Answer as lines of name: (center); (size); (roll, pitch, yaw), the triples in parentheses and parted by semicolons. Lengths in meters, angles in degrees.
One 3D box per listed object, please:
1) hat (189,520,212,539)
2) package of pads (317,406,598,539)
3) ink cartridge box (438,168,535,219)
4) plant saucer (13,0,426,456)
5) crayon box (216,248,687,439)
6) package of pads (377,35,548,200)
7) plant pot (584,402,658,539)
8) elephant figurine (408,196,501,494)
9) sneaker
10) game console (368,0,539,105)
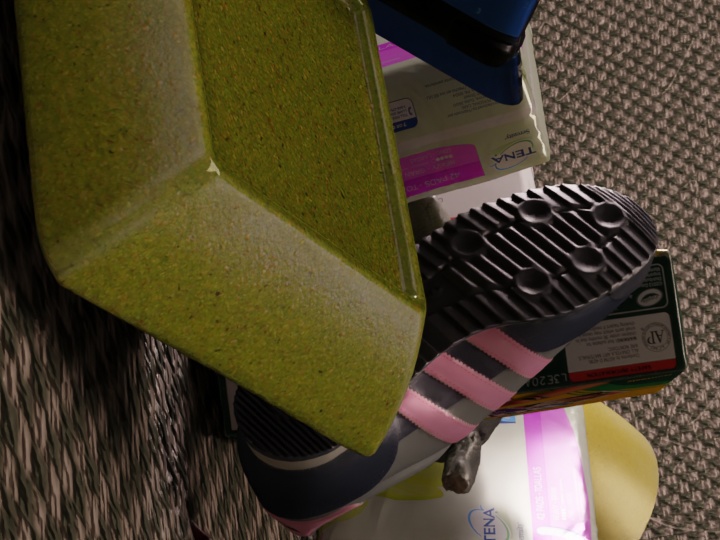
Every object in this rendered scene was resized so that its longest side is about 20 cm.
hat: (-0.043, 0.244, 0.871); (0.200, 0.175, 0.167); (-44, 139, -35)
package of pads: (0.053, 0.139, 1.304); (0.200, 0.153, 0.069); (-88, 177, -66)
ink cartridge box: (0.037, -0.071, 1.517); (0.083, 0.145, 0.201); (70, 12, -58)
plant saucer: (-0.041, -0.059, 0.810); (0.199, 0.048, 0.201); (34, 39, -52)
crayon box: (0.041, 0.040, 1.066); (0.173, 0.198, 0.059); (62, 20, -82)
package of pads: (0.008, -0.092, 1.149); (0.200, 0.153, 0.069); (-86, 159, -66)
plant pot: (0.088, 0.140, 1.650); (0.142, 0.199, 0.201); (47, 22, -27)
elephant figurine: (0.000, 0.000, 1.255); (0.142, 0.155, 0.201); (-45, 114, -33)
sneaker: (0.035, 0.036, 0.954); (0.070, 0.199, 0.082); (49, -23, 33)
game console: (-0.001, -0.168, 0.936); (0.172, 0.199, 0.118); (-64, 172, 26)
